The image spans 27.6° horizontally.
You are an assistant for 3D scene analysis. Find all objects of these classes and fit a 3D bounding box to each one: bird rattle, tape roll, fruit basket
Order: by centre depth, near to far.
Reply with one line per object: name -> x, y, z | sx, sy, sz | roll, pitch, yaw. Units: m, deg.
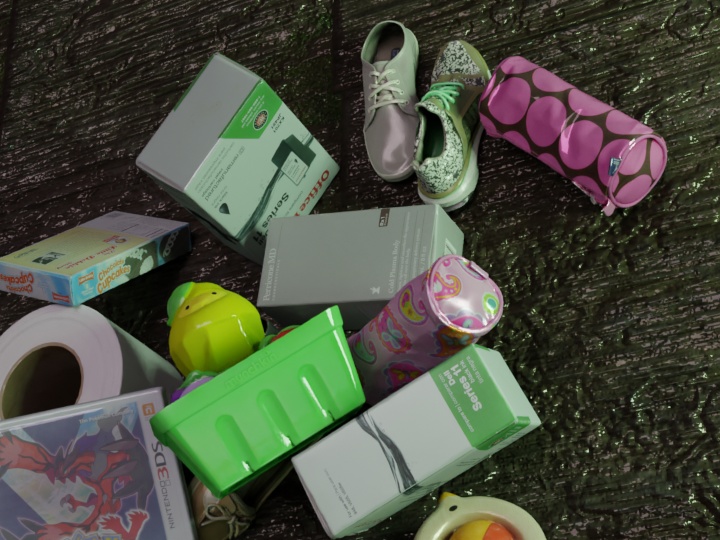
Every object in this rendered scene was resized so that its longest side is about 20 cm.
bird rattle -> 0.105, 0.274, 1.310 | 0.198, 0.113, 0.164 | 7, 53, 28
fruit basket -> -0.116, 0.087, 1.380 | 0.213, 0.156, 0.218 | 1, 77, -6
tape roll -> -0.300, 0.153, 1.564 | 0.201, 0.139, 0.204 | -13, 59, 22

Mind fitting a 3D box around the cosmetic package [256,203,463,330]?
cosmetic package -> 0.000, 0.000, 1.514 | 0.198, 0.090, 0.108 | -4, 66, 23

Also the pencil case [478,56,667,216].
pencil case -> 0.206, -0.137, 1.475 | 0.200, 0.090, 0.094 | 38, 100, 39

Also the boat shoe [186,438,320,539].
boat shoe -> -0.111, 0.212, 1.475 | 0.063, 0.073, 0.201 | 31, 75, 41

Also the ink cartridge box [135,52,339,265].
ink cartridge box -> -0.126, -0.112, 1.570 | 0.083, 0.200, 0.147 | 30, 82, 33

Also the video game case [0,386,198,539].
video game case -> -0.269, 0.223, 1.442 | 0.198, 0.023, 0.184 | -12, 93, 5

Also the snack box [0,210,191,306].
snack box -> -0.294, -0.016, 1.630 | 0.115, 0.200, 0.037 | 10, 113, 32

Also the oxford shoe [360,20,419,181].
oxford shoe -> 0.032, -0.190, 1.614 | 0.075, 0.058, 0.202 | -10, 63, 21

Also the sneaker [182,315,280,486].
sneaker -> -0.141, 0.136, 1.506 | 0.075, 0.106, 0.201 | 33, 83, 36

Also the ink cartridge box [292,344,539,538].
ink cartridge box -> 0.053, 0.157, 1.347 | 0.199, 0.147, 0.083 | -33, 77, 9

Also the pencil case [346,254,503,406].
pencil case -> 0.054, 0.059, 1.400 | 0.200, 0.087, 0.088 | 135, 142, -54

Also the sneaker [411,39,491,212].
sneaker -> 0.091, -0.167, 1.548 | 0.076, 0.089, 0.202 | -6, 62, 26
